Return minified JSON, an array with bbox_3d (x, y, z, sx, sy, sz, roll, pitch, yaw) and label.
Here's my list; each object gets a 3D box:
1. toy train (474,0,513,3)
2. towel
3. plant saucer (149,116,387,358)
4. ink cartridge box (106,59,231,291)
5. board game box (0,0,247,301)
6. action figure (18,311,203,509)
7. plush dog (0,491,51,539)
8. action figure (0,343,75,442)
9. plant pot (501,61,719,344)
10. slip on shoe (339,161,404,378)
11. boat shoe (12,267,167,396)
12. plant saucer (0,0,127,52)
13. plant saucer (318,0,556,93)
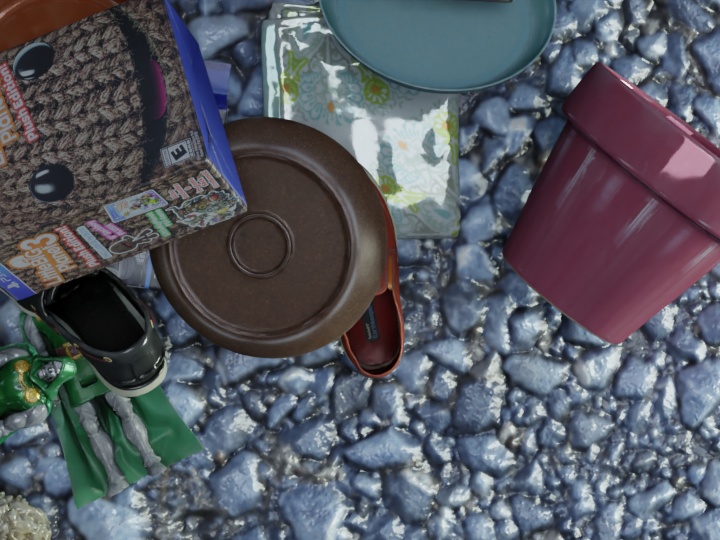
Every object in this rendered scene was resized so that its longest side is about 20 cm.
[{"bbox_3d":[0.050,-0.281,1.418,0.199,0.085,0.114,4,82,-2],"label":"toy train"},{"bbox_3d":[0.000,-0.126,1.479,0.171,0.048,0.201,-1,92,-8],"label":"towel"},{"bbox_3d":[-0.079,-0.023,1.409,0.200,0.034,0.201,2,102,9],"label":"plant saucer"},{"bbox_3d":[-0.168,-0.083,1.459,0.099,0.039,0.201,7,90,-8],"label":"ink cartridge box"},{"bbox_3d":[-0.209,-0.095,1.329,0.200,0.097,0.160,-21,65,6],"label":"board game box"},{"bbox_3d":[-0.228,0.087,1.451,0.118,0.055,0.200,-26,92,-4],"label":"action figure"},{"bbox_3d":[-0.264,0.295,1.389,0.200,0.172,0.161,42,86,-9],"label":"plush dog"},{"bbox_3d":[-0.321,0.112,1.402,0.200,0.055,0.118,-23,81,2],"label":"action figure"},{"bbox_3d":[0.221,-0.046,1.454,0.200,0.200,0.179,36,102,-8],"label":"plant pot"},{"bbox_3d":[0.000,0.000,1.448,0.074,0.061,0.200,-13,112,-3],"label":"slip on shoe"},{"bbox_3d":[-0.227,0.016,1.384,0.074,0.063,0.201,-36,58,-20],"label":"boat shoe"},{"bbox_3d":[-0.248,-0.153,1.424,0.200,0.032,0.201,-1,86,8],"label":"plant saucer"},{"bbox_3d":[0.062,-0.221,1.451,0.200,0.027,0.200,4,56,-6],"label":"plant saucer"}]
